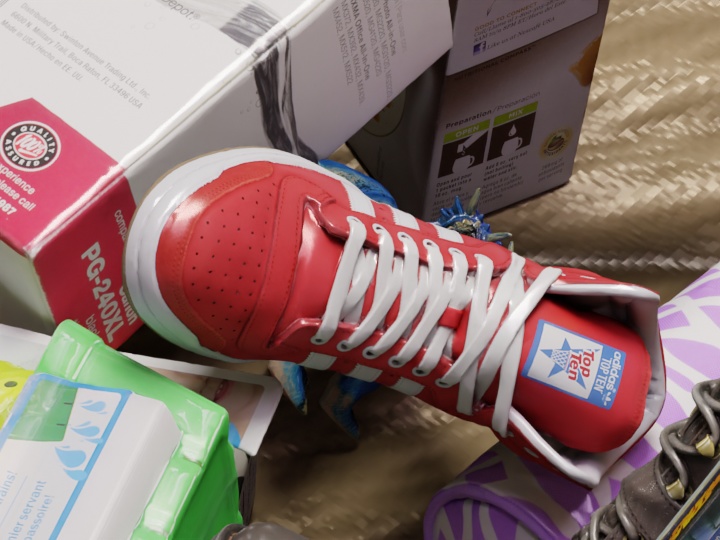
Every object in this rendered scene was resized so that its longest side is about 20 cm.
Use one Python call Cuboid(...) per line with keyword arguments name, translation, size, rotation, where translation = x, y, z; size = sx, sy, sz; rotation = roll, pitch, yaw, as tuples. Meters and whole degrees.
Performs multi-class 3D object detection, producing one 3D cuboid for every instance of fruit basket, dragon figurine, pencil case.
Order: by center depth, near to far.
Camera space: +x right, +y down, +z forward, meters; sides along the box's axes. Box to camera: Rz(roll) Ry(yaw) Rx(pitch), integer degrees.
Cuboid(name="fruit basket", translation=(-0.145, 0.076, 0.888), size=(0.199, 0.094, 0.186), rotation=(16, 48, 11))
Cuboid(name="pencil case", translation=(0.111, 0.065, 1.025), size=(0.200, 0.084, 0.086), rotation=(-38, 101, -31))
Cuboid(name="dragon figurine", translation=(0.000, 0.000, 1.026), size=(0.100, 0.200, 0.059), rotation=(-49, 60, 3))

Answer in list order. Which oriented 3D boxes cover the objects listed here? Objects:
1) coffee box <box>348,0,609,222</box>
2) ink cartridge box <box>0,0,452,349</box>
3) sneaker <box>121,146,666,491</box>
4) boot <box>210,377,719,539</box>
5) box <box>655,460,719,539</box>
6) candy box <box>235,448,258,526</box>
Cuboid(name="coffee box", translation=(0.038, -0.129, 1.103), size=(0.079, 0.201, 0.115), rotation=(-20, 54, -24))
Cuboid(name="ink cartridge box", translation=(-0.084, -0.080, 1.023), size=(0.145, 0.084, 0.200), rotation=(35, 66, 31))
Cuboid(name="sneaker", translation=(0.022, 0.016, 0.912), size=(0.112, 0.072, 0.199), rotation=(21, 4, 40))
Cuboid(name="boot", translation=(0.072, 0.085, 0.858), size=(0.199, 0.174, 0.069), rotation=(31, 27, -13))
Cuboid(name="box", translation=(0.115, 0.149, 0.811), size=(0.137, 0.200, 0.040), rotation=(35, 26, 1))
Cuboid(name="candy box", translation=(-0.117, 0.123, 0.952), size=(0.135, 0.061, 0.201), rotation=(10, 47, 2))
